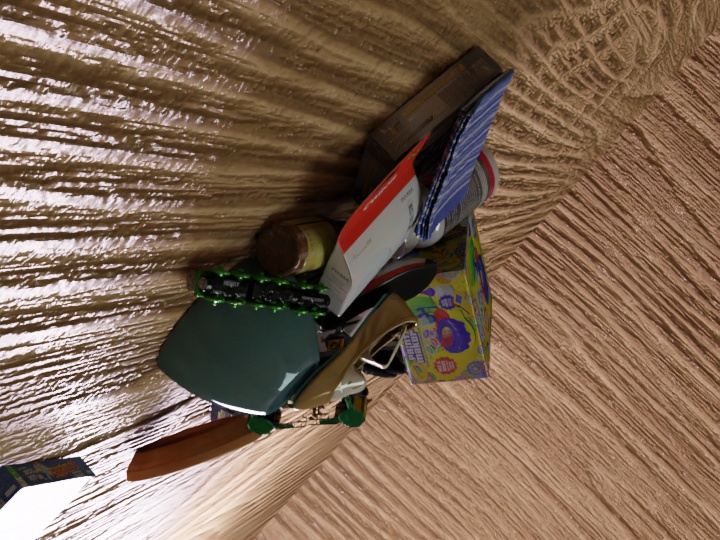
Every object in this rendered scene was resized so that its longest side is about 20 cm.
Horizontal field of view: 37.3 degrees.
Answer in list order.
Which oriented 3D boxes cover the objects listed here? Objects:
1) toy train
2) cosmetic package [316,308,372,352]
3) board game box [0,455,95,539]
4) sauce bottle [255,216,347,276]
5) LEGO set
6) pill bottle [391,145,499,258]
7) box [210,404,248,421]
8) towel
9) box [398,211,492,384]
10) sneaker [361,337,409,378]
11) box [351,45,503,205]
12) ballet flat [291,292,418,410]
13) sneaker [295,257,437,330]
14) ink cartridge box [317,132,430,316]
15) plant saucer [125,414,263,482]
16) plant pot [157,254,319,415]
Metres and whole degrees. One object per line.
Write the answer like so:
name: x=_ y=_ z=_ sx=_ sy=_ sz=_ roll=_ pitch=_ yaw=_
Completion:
toy train: x=-0.111 y=0.022 z=1.176 sx=0.199 sy=0.056 sz=0.042 roll=11 pitch=91 yaw=-50
cosmetic package: x=-0.067 y=0.079 z=1.516 sx=0.200 sy=0.113 sz=0.081 roll=-51 pitch=174 yaw=34
board game box: x=-0.392 y=0.273 z=1.204 sx=0.135 sy=0.034 sz=0.200 roll=-46 pitch=169 yaw=2
sauce bottle: x=-0.057 y=-0.032 z=1.284 sx=0.066 sy=0.066 sz=0.200 roll=-49 pitch=166 yaw=19
LEGO set: x=-0.077 y=0.133 z=1.451 sx=0.198 sy=0.154 sz=0.116 roll=-13 pitch=-141 yaw=18
pill bottle: x=0.094 y=-0.101 z=1.486 sx=0.200 sy=0.111 sz=0.111 roll=-39 pitch=167 yaw=-33
box: x=-0.150 y=0.168 z=1.690 sx=0.200 sy=0.051 sz=0.158 roll=-43 pitch=168 yaw=-21
towel: x=0.131 y=-0.142 z=1.335 sx=0.145 sy=0.024 sz=0.201 roll=-45 pitch=161 yaw=-48
box: x=0.118 y=0.027 z=1.582 sx=0.193 sy=0.121 sz=0.201 roll=-78 pitch=157 yaw=-52
sneaker: x=0.059 y=0.121 z=1.670 sx=0.199 sy=0.140 sz=0.078 roll=-16 pitch=127 yaw=-32
box: x=0.082 y=-0.172 z=1.350 sx=0.200 sy=0.048 sz=0.159 roll=-42 pitch=167 yaw=-21
ballet flat: x=-0.001 y=0.111 z=1.328 sx=0.200 sy=0.063 sz=0.069 roll=-47 pitch=168 yaw=-19
sneaker: x=0.000 y=-0.001 z=1.405 sx=0.200 sy=0.108 sz=0.068 roll=-21 pitch=144 yaw=-31
ink cartridge box: x=0.026 y=-0.053 z=1.273 sx=0.160 sy=0.047 sz=0.200 roll=-48 pitch=173 yaw=-32
plant saucer: x=-0.235 y=0.245 z=1.499 sx=0.198 sy=0.038 sz=0.200 roll=-17 pitch=180 yaw=0
plant pot: x=-0.128 y=0.096 z=1.299 sx=0.200 sy=0.135 sz=0.200 roll=-44 pitch=169 yaw=-10
